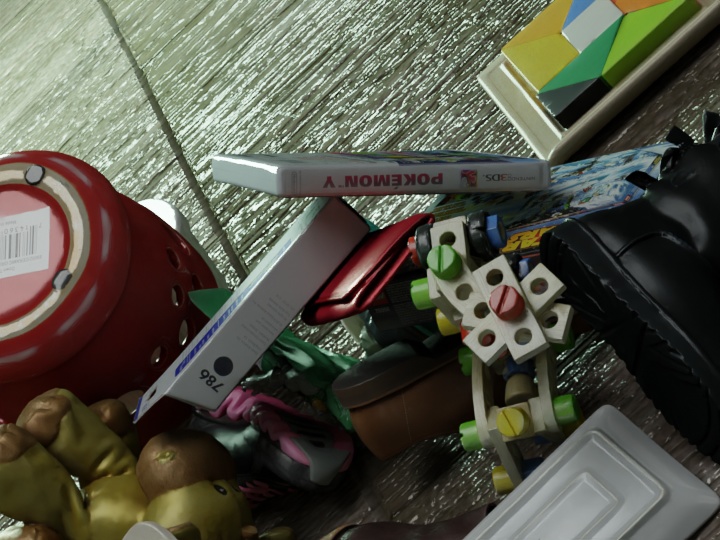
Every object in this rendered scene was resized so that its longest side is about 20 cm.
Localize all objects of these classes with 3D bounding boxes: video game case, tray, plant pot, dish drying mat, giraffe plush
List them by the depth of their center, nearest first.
[{"bbox_3d":[0.099,0.166,1.259,0.200,0.022,0.107,-43,47,-6],"label":"tray"},{"bbox_3d":[0.000,0.000,1.422,0.077,0.018,0.200,-51,6,-9],"label":"dish drying mat"},{"bbox_3d":[0.009,-0.066,1.496,0.200,0.182,0.023,-164,72,-74],"label":"video game case"},{"bbox_3d":[-0.143,0.169,1.499,0.162,0.201,0.172,-15,13,37],"label":"giraffe plush"},{"bbox_3d":[-0.223,0.025,1.637,0.200,0.183,0.201,-8,67,18],"label":"plant pot"}]

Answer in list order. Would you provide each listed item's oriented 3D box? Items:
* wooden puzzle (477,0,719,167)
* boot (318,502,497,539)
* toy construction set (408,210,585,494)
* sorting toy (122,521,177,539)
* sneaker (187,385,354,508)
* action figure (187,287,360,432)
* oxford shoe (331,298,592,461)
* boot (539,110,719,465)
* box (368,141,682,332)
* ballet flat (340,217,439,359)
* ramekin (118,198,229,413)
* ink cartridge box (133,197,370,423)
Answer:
[{"bbox_3d":[0.178,-0.176,1.668,0.185,0.037,0.200,-42,26,7],"label":"wooden puzzle"},{"bbox_3d":[0.001,0.230,1.310,0.166,0.072,0.200,-17,43,37],"label":"boot"},{"bbox_3d":[0.080,0.041,1.311,0.092,0.200,0.132,-7,63,5],"label":"toy construction set"},{"bbox_3d":[-0.136,0.249,1.360,0.200,0.107,0.181,14,89,65],"label":"sorting toy"},{"bbox_3d":[-0.073,0.138,1.568,0.200,0.079,0.096,19,89,62],"label":"sneaker"},{"bbox_3d":[-0.041,0.071,1.564,0.200,0.118,0.055,29,98,61],"label":"action figure"},{"bbox_3d":[0.086,0.061,1.443,0.199,0.071,0.071,-25,12,6],"label":"oxford shoe"},{"bbox_3d":[0.218,0.003,1.300,0.162,0.073,0.198,-28,56,-17],"label":"boot"},{"bbox_3d":[0.113,-0.023,1.469,0.199,0.040,0.137,-11,23,36],"label":"box"},{"bbox_3d":[0.022,0.033,1.571,0.073,0.073,0.200,-44,37,3],"label":"ballet flat"},{"bbox_3d":[-0.194,0.047,1.825,0.202,0.094,0.203,-33,29,21],"label":"ramekin"},{"bbox_3d":[-0.072,0.031,1.490,0.200,0.039,0.099,-48,7,3],"label":"ink cartridge box"}]
